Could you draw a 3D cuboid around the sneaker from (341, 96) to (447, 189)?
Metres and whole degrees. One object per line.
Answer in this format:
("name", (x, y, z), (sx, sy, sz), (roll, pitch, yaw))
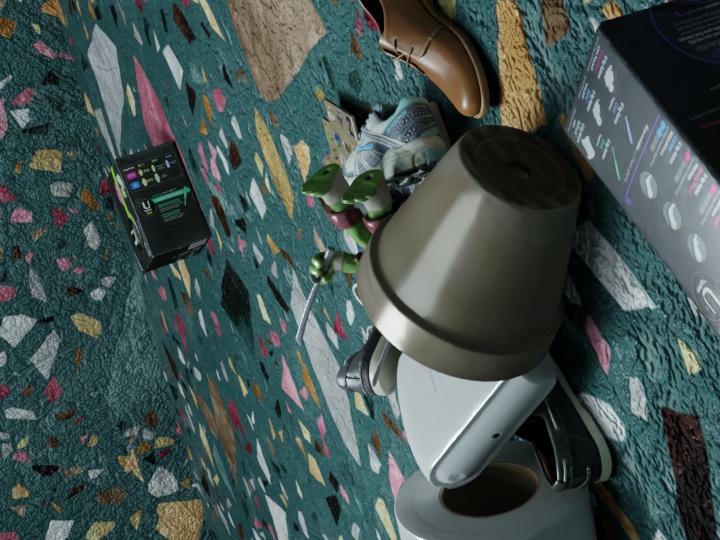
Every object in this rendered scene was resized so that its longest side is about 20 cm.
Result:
("sneaker", (0.034, -0.134, 1.431), (0.200, 0.077, 0.087), (-15, 83, 64))

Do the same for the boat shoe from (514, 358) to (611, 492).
("boat shoe", (0.176, 0.135, 1.361), (0.072, 0.067, 0.200), (93, 154, -50))

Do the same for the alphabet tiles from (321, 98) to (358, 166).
("alphabet tiles", (-0.002, -0.110, 1.667), (0.166, 0.006, 0.201), (-138, 30, -62))

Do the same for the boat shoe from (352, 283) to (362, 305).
("boat shoe", (0.052, 0.072, 1.632), (0.200, 0.070, 0.071), (54, 155, 39))

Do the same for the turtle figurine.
("turtle figurine", (0.000, 0.000, 1.391), (0.194, 0.199, 0.144), (63, -179, -32))

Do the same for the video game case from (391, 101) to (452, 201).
("video game case", (0.078, -0.073, 1.494), (0.201, 0.024, 0.182), (70, 161, -1))

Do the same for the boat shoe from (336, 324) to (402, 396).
("boat shoe", (0.026, 0.071, 1.535), (0.200, 0.062, 0.073), (-62, -42, -52))

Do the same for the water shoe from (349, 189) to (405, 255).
("water shoe", (0.028, -0.040, 1.520), (0.200, 0.071, 0.079), (57, 154, 32))

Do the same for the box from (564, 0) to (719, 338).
("box", (0.243, -0.075, 0.886), (0.200, 0.122, 0.106), (60, 158, 29))

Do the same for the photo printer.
("photo printer", (0.107, 0.111, 1.372), (0.200, 0.069, 0.167), (-56, 34, 37))

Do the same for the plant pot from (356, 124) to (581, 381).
("plant pot", (0.114, -0.029, 1.225), (0.200, 0.199, 0.174), (57, 141, 33))

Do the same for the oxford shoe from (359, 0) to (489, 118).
("oxford shoe", (0.060, -0.217, 1.330), (0.200, 0.071, 0.071), (56, 155, 31))

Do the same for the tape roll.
("tape roll", (0.145, 0.284, 1.388), (0.203, 0.202, 0.140), (31, 137, 61))

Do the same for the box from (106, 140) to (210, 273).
("box", (-0.386, -0.120, 2.562), (0.201, 0.124, 0.149), (67, 160, 6))
